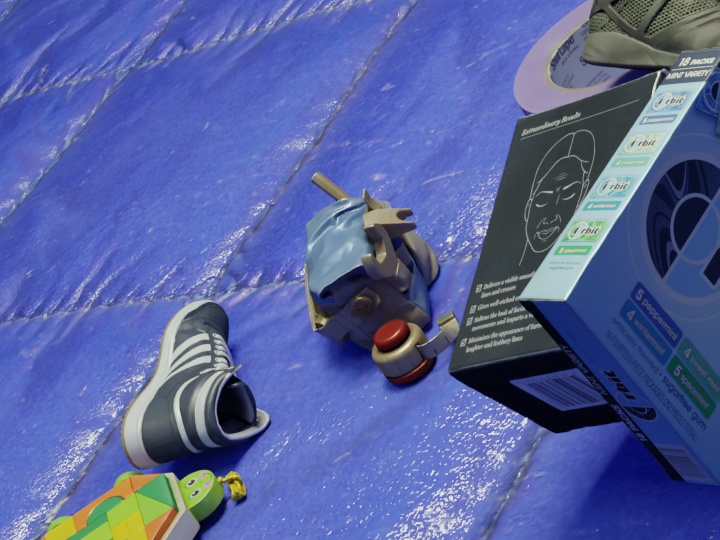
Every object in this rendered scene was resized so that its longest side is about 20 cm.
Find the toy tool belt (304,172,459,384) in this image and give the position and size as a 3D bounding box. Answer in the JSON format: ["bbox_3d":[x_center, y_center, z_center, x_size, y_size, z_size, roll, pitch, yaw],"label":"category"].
[{"bbox_3d":[0.000,0.000,1.696,0.125,0.123,0.200,-31,27,8],"label":"toy tool belt"}]

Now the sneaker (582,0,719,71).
[{"bbox_3d":[0.263,-0.206,1.575,0.199,0.115,0.076,11,10,41],"label":"sneaker"}]

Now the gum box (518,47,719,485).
[{"bbox_3d":[0.204,-0.003,1.229,0.044,0.170,0.200,0,48,53],"label":"gum box"}]

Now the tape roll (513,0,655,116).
[{"bbox_3d":[0.236,-0.165,1.738,0.200,0.085,0.200,-27,28,16],"label":"tape roll"}]

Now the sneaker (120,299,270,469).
[{"bbox_3d":[-0.122,0.090,1.754,0.108,0.070,0.200,-15,30,27],"label":"sneaker"}]

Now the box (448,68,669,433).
[{"bbox_3d":[0.163,-0.009,1.355,0.148,0.107,0.201,-15,52,54],"label":"box"}]

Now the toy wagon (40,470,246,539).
[{"bbox_3d":[-0.185,0.214,1.652,0.200,0.040,0.155,-35,27,1],"label":"toy wagon"}]
